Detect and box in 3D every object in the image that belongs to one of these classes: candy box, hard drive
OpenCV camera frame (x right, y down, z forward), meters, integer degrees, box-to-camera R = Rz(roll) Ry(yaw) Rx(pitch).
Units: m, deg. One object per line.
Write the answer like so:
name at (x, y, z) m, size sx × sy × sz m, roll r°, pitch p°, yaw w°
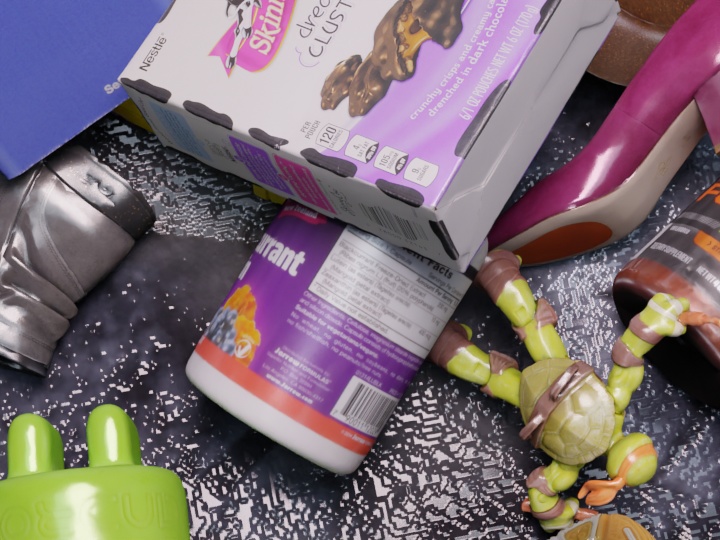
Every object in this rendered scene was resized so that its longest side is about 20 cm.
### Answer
candy box at (0.004, -0.115, 1.005) m, size 0.200 × 0.072 × 0.168 m, roll 23°, pitch 72°, yaw 27°
hard drive at (-0.190, -0.158, 1.013) m, size 0.132 × 0.025 × 0.200 m, roll -35°, pitch 123°, yaw 2°

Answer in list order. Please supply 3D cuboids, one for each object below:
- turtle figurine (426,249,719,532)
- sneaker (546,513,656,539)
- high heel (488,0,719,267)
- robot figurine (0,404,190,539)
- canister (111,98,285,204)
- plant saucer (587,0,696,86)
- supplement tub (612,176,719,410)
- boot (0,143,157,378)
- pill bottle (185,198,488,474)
turtle figurine at (0.105, 0.076, 1.069) m, size 0.161 × 0.200 × 0.064 m, roll 43°, pitch 32°, yaw 28°
sneaker at (0.083, 0.211, 1.054) m, size 0.200 × 0.088 × 0.076 m, roll -25°, pitch 42°, yaw 12°
high heel at (0.145, -0.077, 1.115) m, size 0.200 × 0.067 × 0.096 m, roll -27°, pitch 63°, yaw 19°
robot figurine at (-0.144, 0.175, 1.027) m, size 0.175 × 0.116 × 0.200 m, roll -7°, pitch 77°, yaw -4°
canister at (-0.093, -0.144, 1.126) m, size 0.200 × 0.087 × 0.149 m, roll 27°, pitch 78°, yaw 5°
plant saucer at (0.157, -0.206, 1.137) m, size 0.200 × 0.034 × 0.201 m, roll 10°, pitch 69°, yaw -29°
supplement tub at (0.245, -0.020, 1.106) m, size 0.200 × 0.107 × 0.107 m, roll -42°, pitch 82°, yaw -13°
boot at (-0.228, -0.040, 1.103) m, size 0.200 × 0.070 × 0.132 m, roll 37°, pitch 82°, yaw 10°
pill bottle at (0.000, 0.000, 1.062) m, size 0.111 × 0.111 × 0.200 m, roll 31°, pitch 89°, yaw 4°
